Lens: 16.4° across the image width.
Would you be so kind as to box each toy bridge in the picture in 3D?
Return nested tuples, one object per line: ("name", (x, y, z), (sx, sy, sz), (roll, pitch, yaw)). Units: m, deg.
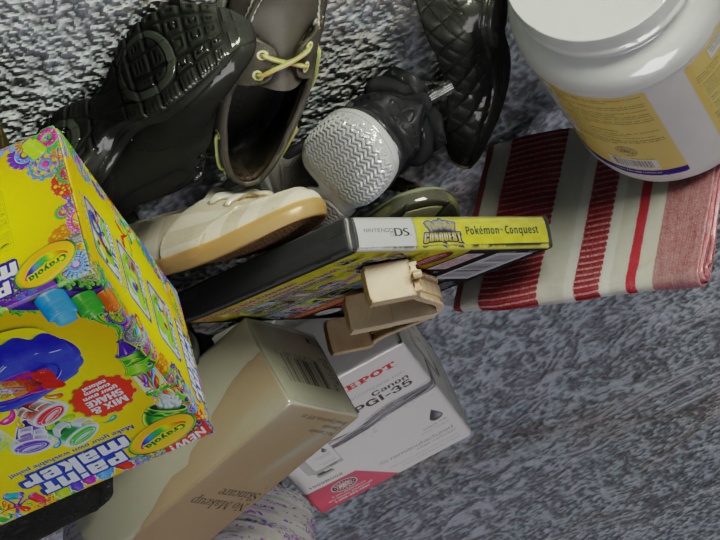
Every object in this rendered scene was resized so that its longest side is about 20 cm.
("toy bridge", (0.022, 0.024, 1.713), (0.067, 0.027, 0.200), (-11, 170, -12))

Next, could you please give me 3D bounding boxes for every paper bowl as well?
("paper bowl", (-0.136, 0.203, 1.978), (0.201, 0.104, 0.201), (-1, 156, -1))

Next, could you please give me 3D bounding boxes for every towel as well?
("towel", (0.163, -0.040, 1.741), (0.200, 0.144, 0.023), (-8, 145, 36))

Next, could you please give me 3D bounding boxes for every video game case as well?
("video game case", (0.000, 0.000, 1.710), (0.181, 0.026, 0.200), (-2, 166, -40))

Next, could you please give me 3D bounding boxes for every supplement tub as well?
("supplement tub", (0.181, -0.159, 1.633), (0.145, 0.145, 0.200), (-30, 150, 8))

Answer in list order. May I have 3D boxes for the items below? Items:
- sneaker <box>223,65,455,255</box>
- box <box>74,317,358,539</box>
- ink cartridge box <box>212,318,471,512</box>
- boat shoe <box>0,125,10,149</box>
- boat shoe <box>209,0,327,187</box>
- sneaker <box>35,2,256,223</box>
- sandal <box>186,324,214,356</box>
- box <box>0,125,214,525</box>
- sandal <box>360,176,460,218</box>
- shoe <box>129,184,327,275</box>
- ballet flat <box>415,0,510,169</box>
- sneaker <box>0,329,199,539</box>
("sneaker", (-0.010, -0.074, 1.693), (0.114, 0.076, 0.200), (-37, -175, -35))
("box", (-0.111, 0.128, 1.786), (0.200, 0.078, 0.095), (-42, 152, 22))
("ink cartridge box", (-0.016, 0.094, 1.951), (0.146, 0.083, 0.200), (-28, 150, 5))
("boat shoe", (-0.255, -0.066, 1.538), (0.063, 0.073, 0.201), (-16, 149, 4))
("boat shoe", (-0.056, -0.134, 1.582), (0.072, 0.061, 0.201), (-10, 147, -24))
("sneaker", (-0.125, -0.097, 1.572), (0.091, 0.076, 0.200), (20, 138, -38))
("sandal", (-0.130, 0.048, 1.812), (0.043, 0.076, 0.200), (-46, 156, -18))
("box", (-0.225, 0.046, 1.532), (0.200, 0.122, 0.193), (-24, 142, 7))
("sandal", (0.013, -0.036, 1.769), (0.080, 0.057, 0.201), (-9, 174, -14))
("shoe", (-0.114, -0.026, 1.661), (0.200, 0.053, 0.070), (-18, 177, 28))
("ballet flat", (0.069, -0.138, 1.694), (0.057, 0.066, 0.200), (15, 150, 12))
("sneaker", (-0.192, 0.121, 1.730), (0.200, 0.060, 0.104), (-34, 146, -14))
